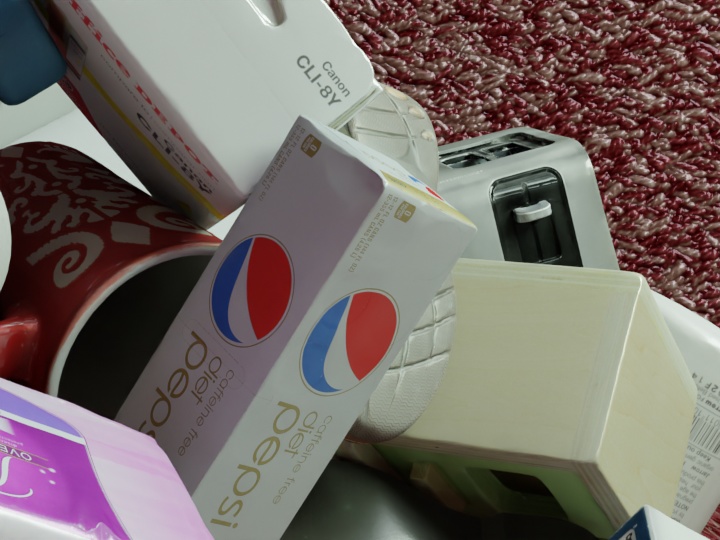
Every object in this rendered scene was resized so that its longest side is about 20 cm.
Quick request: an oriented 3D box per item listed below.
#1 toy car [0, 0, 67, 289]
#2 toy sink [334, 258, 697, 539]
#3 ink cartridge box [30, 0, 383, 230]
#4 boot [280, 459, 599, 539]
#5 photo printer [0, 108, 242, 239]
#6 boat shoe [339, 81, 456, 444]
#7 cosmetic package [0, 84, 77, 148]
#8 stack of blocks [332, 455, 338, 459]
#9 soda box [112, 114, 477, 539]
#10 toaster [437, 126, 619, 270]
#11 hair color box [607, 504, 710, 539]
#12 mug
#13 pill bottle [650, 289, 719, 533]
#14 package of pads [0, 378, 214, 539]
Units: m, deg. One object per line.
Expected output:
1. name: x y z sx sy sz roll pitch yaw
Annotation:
1. toy car: -0.191 -0.025 0.590 0.201 0.183 0.177 57 -4 20
2. toy sink: 0.060 0.073 0.790 0.198 0.113 0.131 5 -28 29
3. ink cartridge box: -0.085 -0.102 0.706 0.146 0.083 0.200 51 -13 -6
4. boot: 0.020 0.151 0.741 0.198 0.076 0.074 16 47 -6
5. photo printer: -0.148 -0.034 0.964 0.166 0.070 0.200 34 28 5
6. boat shoe: 0.000 0.000 0.747 0.075 0.072 0.202 26 49 -29
7. cosmetic package: -0.237 -0.141 1.019 0.084 0.201 0.108 34 6 15
8. stack of blocks: 0.019 0.107 0.981 0.114 0.059 0.200 31 8 -2
9. soda box: -0.040 0.042 0.622 0.068 0.201 0.064 22 13 -49
10. toaster: 0.063 -0.015 1.001 0.179 0.120 0.200 -14 11 -6
11. hair color box: 0.151 0.203 0.614 0.099 0.061 0.201 29 31 -18
12. mug: -0.142 0.005 0.724 0.177 0.134 0.200 38 -2 -39
13. pill bottle: 0.173 0.124 0.942 0.114 0.201 0.114 30 8 -4
14. package of pads: -0.139 0.078 0.475 0.199 0.076 0.120 27 8 -33
